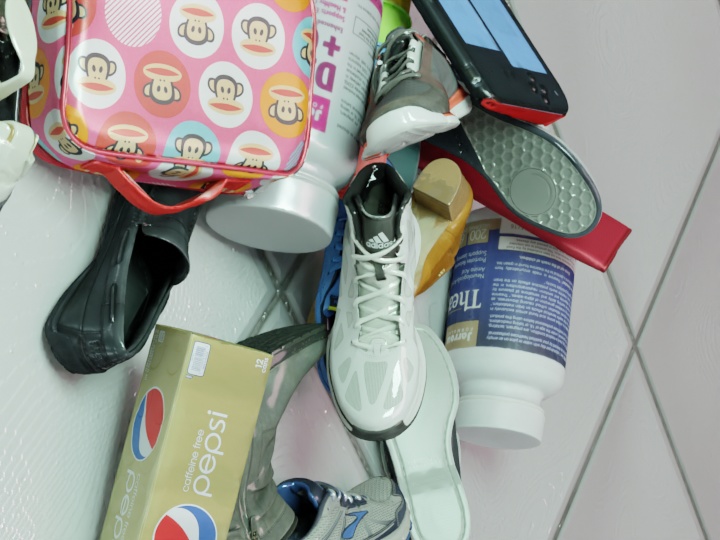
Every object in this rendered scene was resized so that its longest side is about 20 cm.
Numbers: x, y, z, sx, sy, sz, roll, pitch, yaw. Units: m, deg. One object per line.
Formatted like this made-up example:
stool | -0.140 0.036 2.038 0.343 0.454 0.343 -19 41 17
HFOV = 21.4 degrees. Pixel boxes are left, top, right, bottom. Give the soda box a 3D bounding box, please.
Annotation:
soda box | -0.122 0.142 1.257 0.064 0.068 0.202 17 86 -27

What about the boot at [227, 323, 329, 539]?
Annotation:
boot | -0.077 0.131 1.382 0.200 0.067 0.131 -38 113 -44

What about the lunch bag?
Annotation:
lunch bag | -0.124 -0.124 1.265 0.199 0.082 0.178 8 78 -34

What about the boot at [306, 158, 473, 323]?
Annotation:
boot | 0.032 0.006 1.580 0.202 0.071 0.144 -54 165 -10

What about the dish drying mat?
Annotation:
dish drying mat | 0.140 -0.065 1.671 0.077 0.199 0.018 -47 165 -51

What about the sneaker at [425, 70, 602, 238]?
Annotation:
sneaker | 0.138 -0.112 1.631 0.077 0.202 0.146 -55 169 22

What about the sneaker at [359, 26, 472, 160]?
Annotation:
sneaker | 0.029 -0.134 1.394 0.200 0.077 0.082 -52 121 -76

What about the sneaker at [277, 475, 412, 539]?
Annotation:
sneaker | -0.026 0.194 1.467 0.200 0.077 0.086 -34 112 -55

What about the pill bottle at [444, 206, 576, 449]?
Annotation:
pill bottle | 0.131 0.052 1.701 0.111 0.110 0.202 32 60 -53

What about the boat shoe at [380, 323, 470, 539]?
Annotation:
boat shoe | 0.049 0.147 1.608 0.060 0.075 0.202 113 -26 -72

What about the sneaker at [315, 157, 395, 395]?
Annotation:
sneaker | 0.000 0.000 1.467 0.078 0.065 0.202 44 49 -76

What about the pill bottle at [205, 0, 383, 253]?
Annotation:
pill bottle | -0.051 -0.123 1.408 0.113 0.113 0.202 35 59 -53

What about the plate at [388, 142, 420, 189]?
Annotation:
plate | -0.007 -0.132 1.568 0.200 0.025 0.202 9 80 -59

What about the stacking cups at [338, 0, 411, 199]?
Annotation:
stacking cups | 0.004 -0.147 1.493 0.060 0.060 0.201 43 48 -49

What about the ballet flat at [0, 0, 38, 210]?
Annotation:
ballet flat | -0.229 -0.102 1.156 0.073 0.073 0.202 16 75 -57

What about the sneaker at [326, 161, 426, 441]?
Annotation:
sneaker | 0.005 0.013 1.364 0.116 0.075 0.202 74 15 -60

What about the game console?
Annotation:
game console | 0.085 -0.205 1.516 0.201 0.031 0.177 59 19 15

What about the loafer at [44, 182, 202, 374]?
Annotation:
loafer | -0.142 -0.011 1.290 0.068 0.070 0.201 61 40 -37
